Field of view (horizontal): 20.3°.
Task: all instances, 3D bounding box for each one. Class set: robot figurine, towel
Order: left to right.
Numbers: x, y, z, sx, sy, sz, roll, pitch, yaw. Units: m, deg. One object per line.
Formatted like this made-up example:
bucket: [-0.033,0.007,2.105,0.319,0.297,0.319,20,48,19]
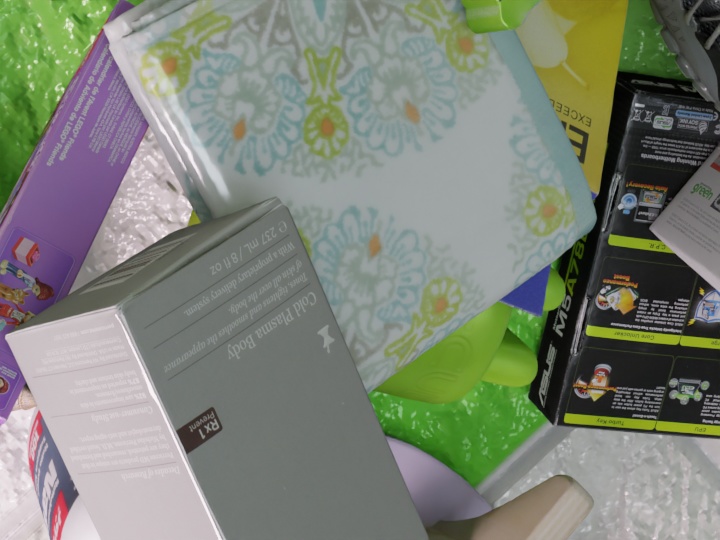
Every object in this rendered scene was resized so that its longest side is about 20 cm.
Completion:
robot figurine: [0.000,0.000,1.013,0.198,0.116,0.177,14,104,-21]
towel: [0.000,-0.062,0.893,0.171,0.048,0.201,-33,102,-20]

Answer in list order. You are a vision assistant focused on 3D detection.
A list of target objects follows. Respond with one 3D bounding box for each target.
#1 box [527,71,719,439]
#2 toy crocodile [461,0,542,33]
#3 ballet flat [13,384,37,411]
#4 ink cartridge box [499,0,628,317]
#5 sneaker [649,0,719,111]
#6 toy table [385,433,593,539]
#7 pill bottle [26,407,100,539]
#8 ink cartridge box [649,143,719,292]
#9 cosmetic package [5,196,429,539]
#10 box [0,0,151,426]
box: [0.209,-0.001,1.117,0.198,0.048,0.195,5,110,-20]
toy crocodile: [0.110,-0.184,0.887,0.062,0.067,0.201,37,75,-20]
ballet flat: [-0.221,-0.004,0.975,0.067,0.068,0.201,-20,116,21]
ink cartridge box: [0.034,-0.106,0.966,0.196,0.047,0.202,22,63,-24]
sneaker: [0.155,-0.138,0.956,0.075,0.115,0.201,-39,82,23]
toy table: [0.035,0.174,1.069,0.199,0.117,0.185,33,83,-20]
pill bottle: [-0.094,0.122,0.983,0.119,0.200,0.121,-6,111,-15]
ink cartridge box: [0.264,-0.034,0.986,0.084,0.200,0.176,38,95,-26]
cosmetic package: [-0.049,0.087,0.828,0.107,0.090,0.201,-37,105,-42]
box: [-0.148,-0.008,0.902,0.039,0.137,0.201,28,62,-12]
